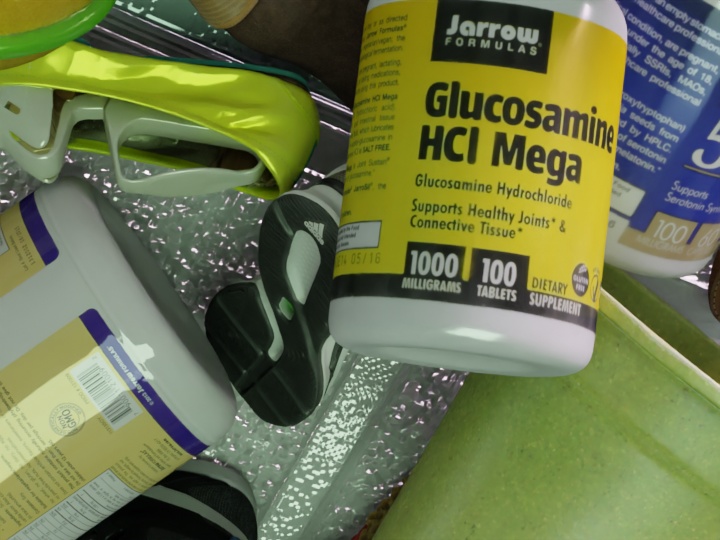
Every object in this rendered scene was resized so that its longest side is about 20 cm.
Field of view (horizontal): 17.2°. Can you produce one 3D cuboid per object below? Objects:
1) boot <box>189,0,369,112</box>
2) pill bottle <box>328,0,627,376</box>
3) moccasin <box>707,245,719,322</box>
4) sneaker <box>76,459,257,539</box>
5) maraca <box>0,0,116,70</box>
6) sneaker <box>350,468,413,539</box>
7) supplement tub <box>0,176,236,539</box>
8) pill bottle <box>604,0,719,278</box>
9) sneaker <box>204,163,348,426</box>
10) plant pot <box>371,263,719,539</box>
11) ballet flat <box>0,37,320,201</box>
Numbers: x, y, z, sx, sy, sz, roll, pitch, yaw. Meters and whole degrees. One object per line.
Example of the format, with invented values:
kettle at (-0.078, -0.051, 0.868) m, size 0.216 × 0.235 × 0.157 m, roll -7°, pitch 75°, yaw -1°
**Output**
boot at (0.016, -0.171, 1.064) m, size 0.200 × 0.072 × 0.166 m, roll -45°, pitch 127°, yaw 17°
pill bottle at (0.052, -0.061, 0.998) m, size 0.112 × 0.112 × 0.201 m, roll 8°, pitch 83°, yaw -11°
moccasin at (0.231, -0.010, 1.125) m, size 0.073 × 0.078 × 0.201 m, roll 30°, pitch 148°, yaw -21°
sneaker at (-0.146, 0.135, 1.182) m, size 0.199 × 0.112 × 0.073 m, roll 6°, pitch 118°, yaw -10°
maraca at (-0.196, -0.147, 1.007) m, size 0.199 × 0.138 × 0.107 m, roll 11°, pitch 139°, yaw -5°
sneaker at (0.015, 0.184, 1.251) m, size 0.200 × 0.075 × 0.090 m, roll -41°, pitch 111°, yaw 17°
supplement tub at (-0.173, 0.066, 1.104) m, size 0.200 × 0.145 × 0.146 m, roll -34°, pitch 118°, yaw 2°
pill bottle at (0.151, -0.109, 1.071) m, size 0.119 × 0.120 × 0.201 m, roll 20°, pitch 116°, yaw -17°
sneaker at (0.000, 0.000, 1.133) m, size 0.115 × 0.076 × 0.201 m, roll -34°, pitch 168°, yaw -28°
plant pot at (0.102, 0.109, 1.103) m, size 0.200 × 0.200 × 0.184 m, roll 34°, pitch 98°, yaw -23°
ballet flat at (-0.118, -0.069, 1.074) m, size 0.199 × 0.067 × 0.067 m, roll 9°, pitch 153°, yaw -2°
